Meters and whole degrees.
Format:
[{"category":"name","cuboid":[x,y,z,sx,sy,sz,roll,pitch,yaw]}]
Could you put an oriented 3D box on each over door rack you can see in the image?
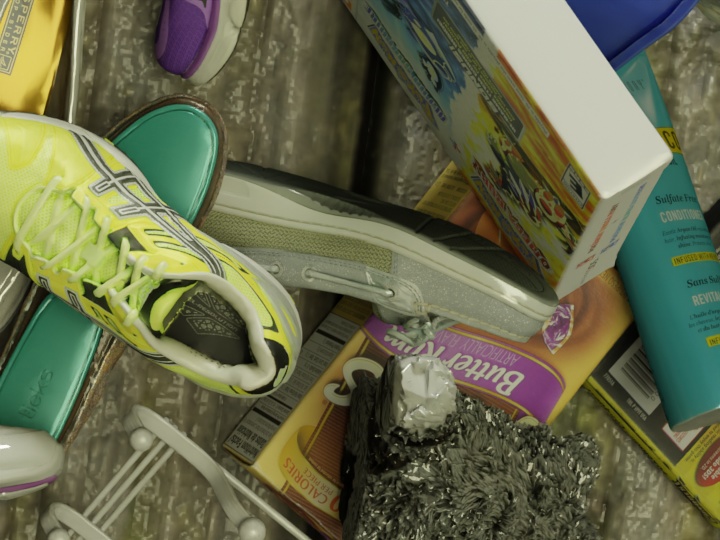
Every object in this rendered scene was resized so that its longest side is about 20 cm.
[{"category":"over door rack","cuboid":[-0.074,0.177,1.430,0.200,0.067,0.148,36,107,-18]}]

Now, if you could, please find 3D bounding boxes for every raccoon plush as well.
[{"category":"raccoon plush","cuboid":[0.066,0.099,1.379,0.133,0.200,0.097,6,82,-8]}]

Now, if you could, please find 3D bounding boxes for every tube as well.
[{"category":"tube","cuboid":[0.150,-0.020,1.484,0.077,0.050,0.201,-1,70,-52]}]

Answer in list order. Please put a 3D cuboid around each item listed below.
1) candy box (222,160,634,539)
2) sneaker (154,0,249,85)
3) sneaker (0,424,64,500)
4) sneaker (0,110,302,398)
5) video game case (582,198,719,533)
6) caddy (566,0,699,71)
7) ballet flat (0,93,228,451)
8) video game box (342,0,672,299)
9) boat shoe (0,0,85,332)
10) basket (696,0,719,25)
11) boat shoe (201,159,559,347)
[{"category":"candy box","cuboid":[0.039,0.052,1.487,0.117,0.056,0.200,41,84,-20]},{"category":"sneaker","cuboid":[-0.093,-0.179,1.378,0.083,0.081,0.201,-2,129,-2]},{"category":"sneaker","cuboid":[-0.234,0.059,1.356,0.199,0.075,0.100,8,86,4]},{"category":"sneaker","cuboid":[-0.109,-0.010,1.338,0.199,0.076,0.076,29,95,-11]},{"category":"video game case","cuboid":[0.235,0.043,1.572,0.200,0.025,0.181,-47,109,-9]},{"category":"caddy","cuboid":[0.142,-0.176,1.423,0.105,0.200,0.142,29,72,-10]},{"category":"ballet flat","cuboid":[-0.126,0.003,1.414,0.068,0.067,0.200,33,93,2]},{"category":"video game box","cuboid":[0.061,-0.097,1.372,0.047,0.182,0.200,-32,79,-9]},{"category":"boat shoe","cuboid":[-0.169,-0.059,1.390,0.071,0.070,0.201,15,92,-21]},{"category":"basket","cuboid":[0.277,-0.145,1.491,0.200,0.123,0.136,29,88,-28]},{"category":"boat shoe","cuboid":[-0.001,0.000,1.418,0.201,0.074,0.065,18,99,17]}]
